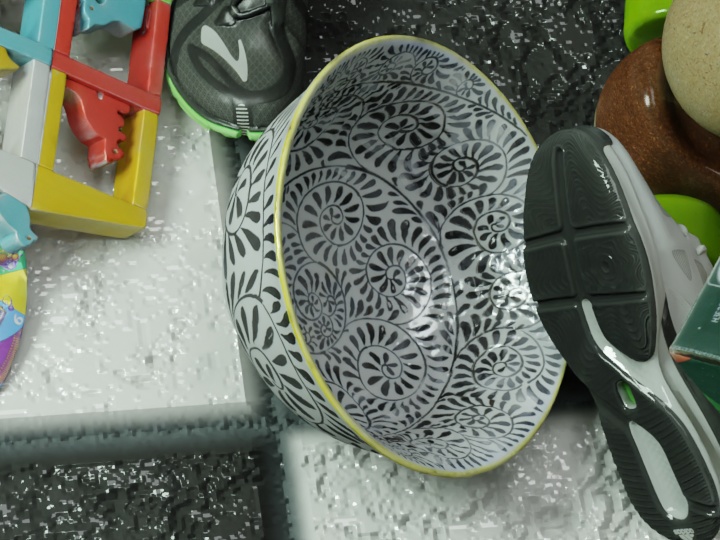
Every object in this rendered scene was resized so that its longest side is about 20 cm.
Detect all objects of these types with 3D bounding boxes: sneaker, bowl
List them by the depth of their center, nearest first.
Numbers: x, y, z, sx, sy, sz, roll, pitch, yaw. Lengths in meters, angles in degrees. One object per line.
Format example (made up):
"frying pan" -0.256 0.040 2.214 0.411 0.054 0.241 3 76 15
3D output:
"bowl" 0.000 0.000 1.270 0.201 0.094 0.201 14 71 -45
"sneaker" 0.151 0.014 1.293 0.115 0.076 0.201 -29 103 -37
"sneaker" -0.055 -0.153 1.370 0.077 0.084 0.200 4 61 -6

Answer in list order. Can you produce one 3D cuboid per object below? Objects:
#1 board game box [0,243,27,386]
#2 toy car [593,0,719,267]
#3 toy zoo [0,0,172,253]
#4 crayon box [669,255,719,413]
"board game box" -0.243 0.003 1.249 0.200 0.039 0.158 -23 88 -20
"toy car" 0.203 -0.099 1.314 0.158 0.200 0.165 8 61 -5
"toy zoo" -0.151 -0.100 1.318 0.131 0.020 0.200 22 61 -35
"crayon box" 0.227 0.040 1.266 0.051 0.200 0.127 14 66 43
